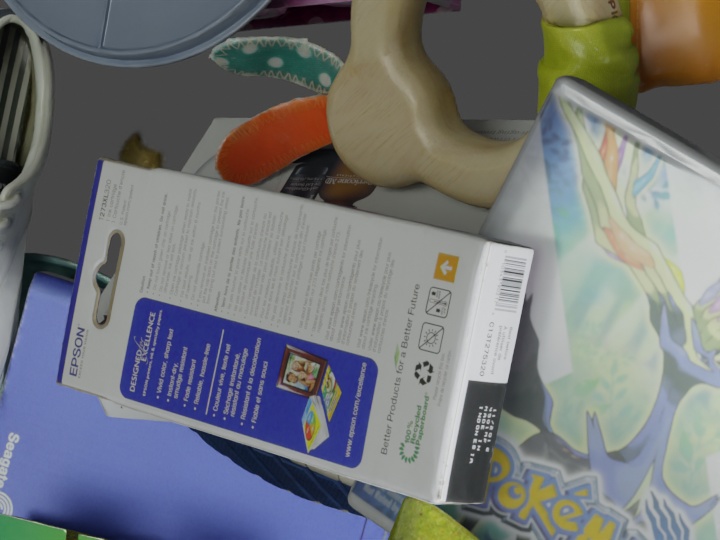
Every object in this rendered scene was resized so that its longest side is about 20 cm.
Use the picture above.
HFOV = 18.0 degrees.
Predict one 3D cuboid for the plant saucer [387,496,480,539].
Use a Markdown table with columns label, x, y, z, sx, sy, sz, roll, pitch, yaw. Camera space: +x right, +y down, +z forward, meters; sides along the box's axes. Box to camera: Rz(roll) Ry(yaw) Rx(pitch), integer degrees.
| label | x | y | z | sx | sy | sz | roll | pitch | yaw |
| --- | --- | --- | --- | --- | --- | --- | --- | --- | --- |
| plant saucer | 0.060 | 0.207 | 0.852 | 0.200 | 0.048 | 0.200 | 38 | 144 | 15 |

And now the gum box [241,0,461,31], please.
| label | x | y | z | sx | sy | sz | roll | pitch | yaw |
| --- | --- | --- | --- | --- | --- | --- | --- | --- | --- |
| gum box | -0.058 | -0.168 | 1.024 | 0.199 | 0.066 | 0.114 | -2 | 89 | 28 |

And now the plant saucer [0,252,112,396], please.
| label | x | y | z | sx | sy | sz | roll | pitch | yaw |
| --- | --- | --- | --- | --- | --- | --- | --- | --- | --- |
| plant saucer | -0.157 | 0.092 | 1.087 | 0.199 | 0.036 | 0.201 | 0 | 91 | 15 |

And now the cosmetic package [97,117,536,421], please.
| label | x | y | z | sx | sy | sz | roll | pitch | yaw |
| --- | --- | --- | --- | --- | --- | --- | --- | --- | --- |
| cosmetic package | 0.000 | 0.000 | 0.954 | 0.199 | 0.151 | 0.052 | 2 | 134 | 27 |

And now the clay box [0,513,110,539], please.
| label | x | y | z | sx | sy | sz | roll | pitch | yaw |
| --- | --- | --- | --- | --- | --- | --- | --- | --- | --- |
| clay box | -0.115 | 0.193 | 1.028 | 0.114 | 0.048 | 0.201 | 12 | 119 | 16 |

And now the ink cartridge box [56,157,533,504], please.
| label | x | y | z | sx | sy | sz | roll | pitch | yaw |
| --- | --- | --- | --- | --- | --- | --- | --- | --- | --- |
| ink cartridge box | -0.030 | 0.019 | 0.861 | 0.199 | 0.037 | 0.095 | 13 | 93 | 37 |

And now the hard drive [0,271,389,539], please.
| label | x | y | z | sx | sy | sz | roll | pitch | yaw |
| --- | --- | --- | --- | --- | --- | --- | --- | --- | --- |
| hard drive | -0.072 | 0.092 | 1.032 | 0.199 | 0.025 | 0.133 | 17 | 95 | 12 |

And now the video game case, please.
| label | x | y | z | sx | sy | sz | roll | pitch | yaw |
| --- | --- | --- | --- | --- | --- | --- | --- | --- | --- |
| video game case | 0.112 | 0.057 | 0.804 | 0.199 | 0.022 | 0.183 | 33 | 106 | 24 |

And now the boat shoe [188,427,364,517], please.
| label | x | y | z | sx | sy | sz | roll | pitch | yaw |
| --- | --- | --- | --- | --- | --- | --- | --- | --- | --- |
| boat shoe | 0.015 | 0.067 | 0.968 | 0.199 | 0.072 | 0.073 | 18 | 73 | 19 |

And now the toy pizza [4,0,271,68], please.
| label | x | y | z | sx | sy | sz | roll | pitch | yaw |
| --- | --- | --- | --- | --- | --- | --- | --- | --- | --- |
| toy pizza | -0.090 | -0.188 | 0.986 | 0.199 | 0.032 | 0.202 | 0 | 89 | 30 |

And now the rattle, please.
| label | x | y | z | sx | sy | sz | roll | pitch | yaw |
| --- | --- | --- | --- | --- | --- | --- | --- | --- | --- |
| rattle | 0.048 | -0.092 | 0.948 | 0.200 | 0.143 | 0.131 | -25 | 105 | 45 |

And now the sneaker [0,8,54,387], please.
| label | x | y | z | sx | sy | sz | roll | pitch | yaw |
| --- | --- | --- | --- | --- | --- | --- | --- | --- | --- |
| sneaker | -0.181 | -0.024 | 1.027 | 0.071 | 0.073 | 0.201 | 168 | 108 | -71 |
